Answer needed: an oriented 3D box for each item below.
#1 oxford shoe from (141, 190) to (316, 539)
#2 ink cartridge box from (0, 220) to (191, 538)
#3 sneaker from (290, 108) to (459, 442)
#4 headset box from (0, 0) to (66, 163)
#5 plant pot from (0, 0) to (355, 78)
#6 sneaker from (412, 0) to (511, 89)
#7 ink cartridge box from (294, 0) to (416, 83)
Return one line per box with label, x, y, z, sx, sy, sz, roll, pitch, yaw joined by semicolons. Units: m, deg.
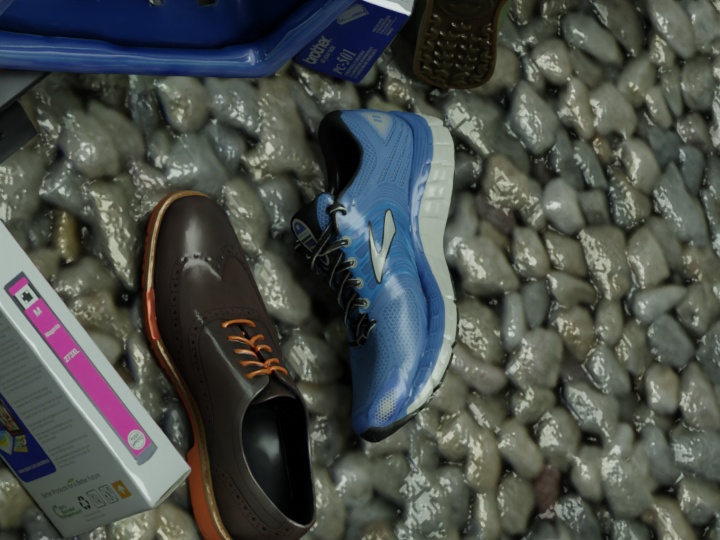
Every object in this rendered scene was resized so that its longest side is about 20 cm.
oxford shoe;-0.060;0.049;1.206;0.071;0.073;0.200;-11;82;-36
ink cartridge box;-0.173;0.039;1.116;0.200;0.095;0.037;52;54;-11
sneaker;0.000;0.000;1.271;0.089;0.079;0.200;12;61;-24
headset box;-0.239;-0.133;1.134;0.200;0.075;0.149;54;53;-9
plant pot;-0.094;-0.218;1.105;0.200;0.200;0.180;-1;66;-37
sneaker;0.070;-0.193;1.305;0.067;0.200;0.090;10;59;-8
ink cartridge box;0.014;-0.217;1.323;0.044;0.094;0.200;18;65;-13
